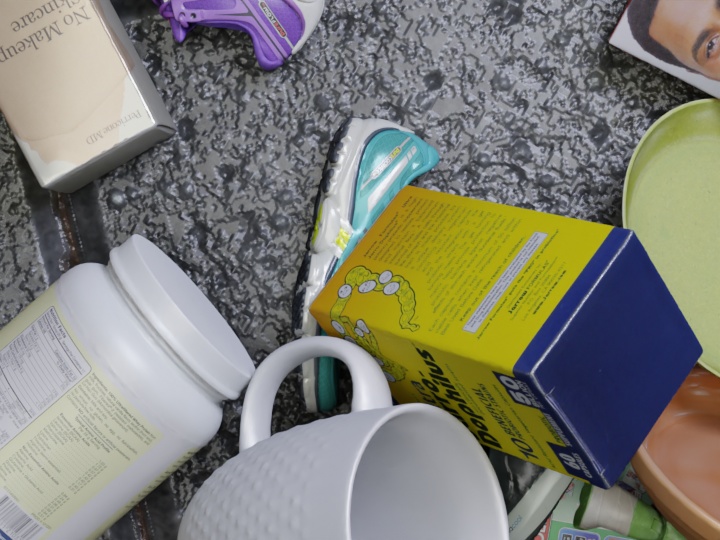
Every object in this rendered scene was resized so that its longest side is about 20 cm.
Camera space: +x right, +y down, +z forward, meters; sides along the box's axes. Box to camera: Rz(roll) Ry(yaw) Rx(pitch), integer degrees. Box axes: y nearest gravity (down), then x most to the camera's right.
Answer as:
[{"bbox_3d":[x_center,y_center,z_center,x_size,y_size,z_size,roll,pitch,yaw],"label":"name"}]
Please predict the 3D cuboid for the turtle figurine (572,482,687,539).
[{"bbox_3d":[0.224,0.200,1.002,0.192,0.200,0.145,14,115,3],"label":"turtle figurine"}]

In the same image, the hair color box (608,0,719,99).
[{"bbox_3d":[0.272,-0.152,1.010,0.199,0.061,0.102,27,127,4],"label":"hair color box"}]

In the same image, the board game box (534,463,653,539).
[{"bbox_3d":[0.174,0.155,1.058,0.133,0.029,0.202,10,92,4],"label":"board game box"}]

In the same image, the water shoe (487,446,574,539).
[{"bbox_3d":[0.121,0.083,1.011,0.079,0.071,0.201,32,91,7],"label":"water shoe"}]

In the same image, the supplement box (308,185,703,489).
[{"bbox_3d":[0.084,0.035,0.955,0.110,0.199,0.109,-51,126,-19],"label":"supplement box"}]

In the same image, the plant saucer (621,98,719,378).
[{"bbox_3d":[0.245,-0.013,1.009,0.199,0.031,0.202,9,67,-23],"label":"plant saucer"}]

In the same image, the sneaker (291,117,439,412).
[{"bbox_3d":[0.000,0.000,1.046,0.079,0.078,0.202,15,92,-6],"label":"sneaker"}]

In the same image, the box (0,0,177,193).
[{"bbox_3d":[-0.211,-0.161,1.052,0.095,0.078,0.201,-29,89,3],"label":"box"}]

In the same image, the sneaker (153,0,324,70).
[{"bbox_3d":[-0.123,-0.202,1.048,0.199,0.081,0.084,32,98,2],"label":"sneaker"}]

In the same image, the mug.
[{"bbox_3d":[-0.024,0.140,0.959,0.175,0.147,0.202,-15,74,41],"label":"mug"}]

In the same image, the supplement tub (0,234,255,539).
[{"bbox_3d":[-0.180,0.088,1.020,0.200,0.145,0.145,-41,88,3],"label":"supplement tub"}]

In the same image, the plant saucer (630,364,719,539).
[{"bbox_3d":[0.247,0.129,0.948,0.199,0.200,0.038,20,119,3],"label":"plant saucer"}]
